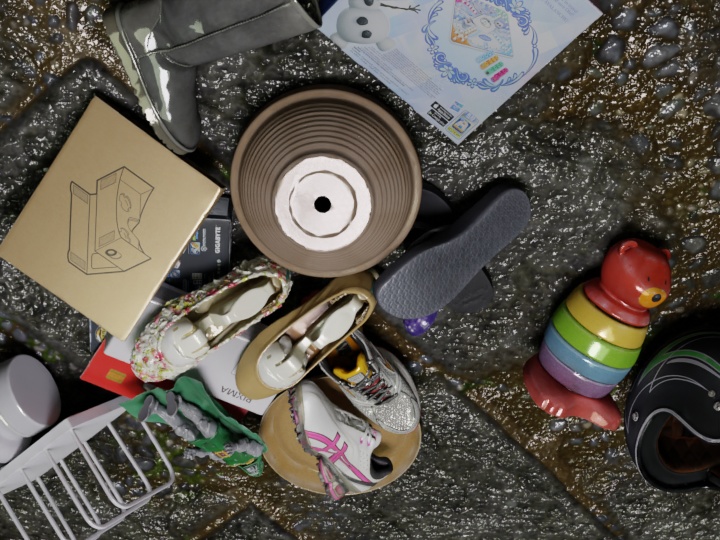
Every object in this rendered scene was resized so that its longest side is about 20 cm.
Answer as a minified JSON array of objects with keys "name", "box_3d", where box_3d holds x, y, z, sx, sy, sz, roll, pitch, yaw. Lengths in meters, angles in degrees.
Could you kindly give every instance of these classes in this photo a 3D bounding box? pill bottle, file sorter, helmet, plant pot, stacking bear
[{"name":"pill bottle","box_3d":[-0.453,0.181,1.576,0.199,0.120,0.120,-27,123,20]},{"name":"file sorter","box_3d":[-0.338,0.258,1.597,0.199,0.139,0.125,-37,83,25]},{"name":"helmet","box_3d":[0.395,0.159,1.516,0.190,0.201,0.201,10,143,47]},{"name":"plant pot","box_3d":[-0.025,0.195,1.648,0.197,0.028,0.202,0,128,0]},{"name":"plant pot","box_3d":[-0.037,-0.079,1.360,0.198,0.093,0.203,1,110,2]},{"name":"stacking bear","box_3d":[0.272,0.057,1.492,0.120,0.114,0.201,15,116,-28]}]

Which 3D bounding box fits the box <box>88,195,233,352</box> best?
[{"name":"box","box_3d":[-0.221,0.007,1.489,0.157,0.046,0.202,3,128,-3]}]

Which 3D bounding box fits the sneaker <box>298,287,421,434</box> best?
[{"name":"sneaker","box_3d":[-0.003,0.116,1.530,0.078,0.082,0.200,-37,111,13]}]

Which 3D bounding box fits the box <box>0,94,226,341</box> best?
[{"name":"box","box_3d":[-0.257,-0.052,1.395,0.163,0.021,0.201,35,103,-3]}]

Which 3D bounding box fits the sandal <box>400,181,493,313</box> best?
[{"name":"sandal","box_3d":[0.085,-0.024,1.468,0.076,0.043,0.200,-30,122,21]}]

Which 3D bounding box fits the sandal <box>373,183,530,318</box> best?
[{"name":"sandal","box_3d":[0.094,-0.019,1.425,0.199,0.043,0.077,-35,127,-18]}]

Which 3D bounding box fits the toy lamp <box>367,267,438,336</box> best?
[{"name":"toy lamp","box_3d":[0.000,0.000,1.479,0.199,0.059,0.058,34,121,-24]}]

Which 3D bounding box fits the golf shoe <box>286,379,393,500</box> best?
[{"name":"golf shoe","box_3d":[-0.025,0.188,1.585,0.091,0.073,0.201,-19,136,7]}]

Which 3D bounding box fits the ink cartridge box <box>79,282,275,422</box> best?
[{"name":"ink cartridge box","box_3d":[-0.194,0.112,1.515,0.198,0.045,0.177,23,123,-19]}]

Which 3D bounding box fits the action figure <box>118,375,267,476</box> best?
[{"name":"action figure","box_3d":[-0.170,0.189,1.547,0.117,0.055,0.200,-12,147,31]}]

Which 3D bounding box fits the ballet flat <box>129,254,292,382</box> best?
[{"name":"ballet flat","box_3d":[-0.157,0.050,1.415,0.199,0.064,0.076,-37,109,-5]}]

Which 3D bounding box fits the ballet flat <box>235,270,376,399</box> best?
[{"name":"ballet flat","box_3d":[-0.061,0.074,1.438,0.069,0.063,0.200,42,104,-18]}]

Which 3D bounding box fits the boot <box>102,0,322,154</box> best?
[{"name":"boot","box_3d":[-0.128,-0.215,1.303,0.198,0.073,0.183,-18,126,12]}]

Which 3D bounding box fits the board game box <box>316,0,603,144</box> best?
[{"name":"board game box","box_3d":[0.092,-0.249,1.294,0.199,0.044,0.199,36,121,-24]}]
